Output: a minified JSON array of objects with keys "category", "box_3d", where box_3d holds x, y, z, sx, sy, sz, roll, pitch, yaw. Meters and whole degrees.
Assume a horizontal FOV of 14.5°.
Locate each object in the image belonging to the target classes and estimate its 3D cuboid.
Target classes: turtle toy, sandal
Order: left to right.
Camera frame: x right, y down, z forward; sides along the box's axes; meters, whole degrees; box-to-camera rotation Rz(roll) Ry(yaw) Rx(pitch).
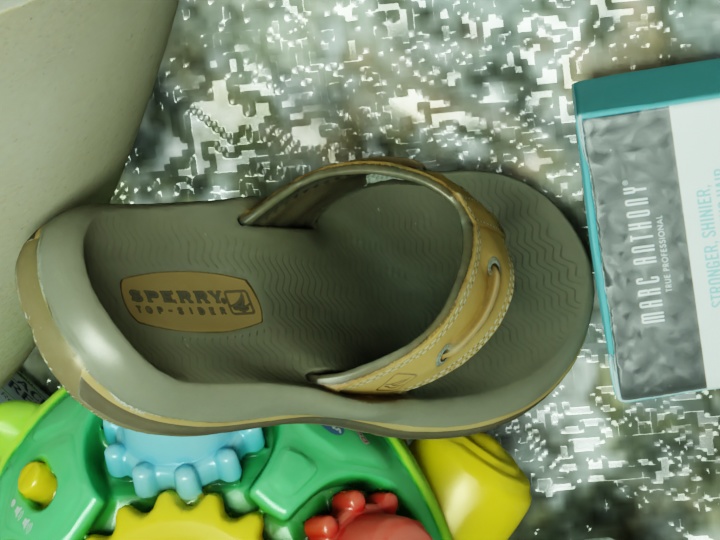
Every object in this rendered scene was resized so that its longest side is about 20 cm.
[{"category":"turtle toy","box_3d":[-0.021,0.098,0.749,0.200,0.101,0.146,36,98,4]},{"category":"sandal","box_3d":[0.000,0.000,0.730,0.054,0.200,0.080,-45,63,34]}]

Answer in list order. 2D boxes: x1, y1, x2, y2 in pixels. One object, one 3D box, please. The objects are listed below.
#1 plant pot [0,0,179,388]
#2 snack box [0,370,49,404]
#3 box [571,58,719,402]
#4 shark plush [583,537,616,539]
[{"category":"plant pot","box_3d":[-0.131,-0.055,0.732,0.187,0.188,0.200,10,140,4]},{"category":"snack box","box_3d":[-0.101,0.129,0.851,0.200,0.053,0.142,42,105,-6]},{"category":"box","box_3d":[0.161,-0.023,0.768,0.199,0.049,0.083,-8,105,5]},{"category":"shark plush","box_3d":[0.069,0.169,0.826,0.091,0.083,0.201,6,107,5]}]
